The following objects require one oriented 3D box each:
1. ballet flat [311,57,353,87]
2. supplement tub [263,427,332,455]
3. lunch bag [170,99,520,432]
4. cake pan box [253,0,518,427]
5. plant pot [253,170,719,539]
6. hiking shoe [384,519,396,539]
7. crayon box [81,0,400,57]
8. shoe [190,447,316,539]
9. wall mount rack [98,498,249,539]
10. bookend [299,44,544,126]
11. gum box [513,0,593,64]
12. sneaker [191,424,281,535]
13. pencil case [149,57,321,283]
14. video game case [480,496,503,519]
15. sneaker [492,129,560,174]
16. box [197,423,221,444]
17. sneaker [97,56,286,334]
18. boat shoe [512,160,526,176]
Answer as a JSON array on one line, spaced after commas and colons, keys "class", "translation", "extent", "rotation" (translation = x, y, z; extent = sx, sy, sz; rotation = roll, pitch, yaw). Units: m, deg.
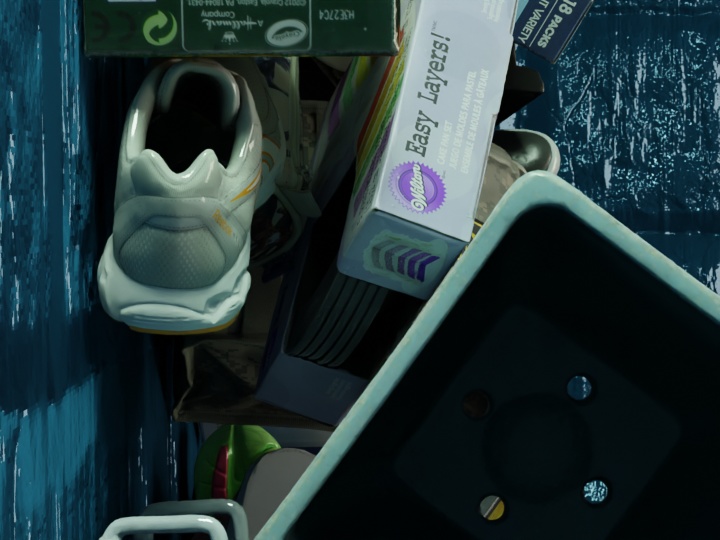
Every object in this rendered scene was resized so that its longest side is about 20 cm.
[{"class": "ballet flat", "translation": [-0.038, -0.168, 1.106], "extent": [0.068, 0.200, 0.067], "rotation": [-43, -176, 31]}, {"class": "supplement tub", "translation": [-0.025, 0.204, 1.445], "extent": [0.145, 0.145, 0.200], "rotation": [79, 10, -86]}, {"class": "lunch bag", "translation": [0.000, 0.000, 1.097], "extent": [0.118, 0.200, 0.164], "rotation": [108, -15, -60]}, {"class": "cake pan box", "translation": [0.014, -0.046, 0.945], "extent": [0.184, 0.052, 0.200], "rotation": [121, -15, -56]}, {"class": "plant pot", "translation": [0.087, 0.089, 0.861], "extent": [0.196, 0.196, 0.200], "rotation": [-54, -178, 2]}, {"class": "hiking shoe", "translation": [0.001, 0.218, 0.944], "extent": [0.074, 0.087, 0.200], "rotation": [-2, 86, -63]}, {"class": "crayon box", "translation": [-0.046, -0.129, 0.871], "extent": [0.200, 0.127, 0.051], "rotation": [-85, 175, -76]}, {"class": "shoe", "translation": [-0.067, 0.191, 1.006], "extent": [0.091, 0.071, 0.200], "rotation": [-52, -163, 54]}, {"class": "wall mount rack", "translation": [-0.072, 0.188, 0.848], "extent": [0.200, 0.074, 0.174], "rotation": [77, 8, -86]}, {"class": "bookend", "translation": [0.000, -0.198, 1.220], "extent": [0.092, 0.198, 0.200], "rotation": [149, -58, -68]}, {"class": "gum box", "translation": [0.016, -0.197, 1.050], "extent": [0.045, 0.200, 0.170], "rotation": [-60, -163, 22]}, {"class": "sneaker", "translation": [-0.064, 0.181, 1.190], "extent": [0.084, 0.077, 0.200], "rotation": [-100, -167, -76]}, {"class": "pencil case", "translation": [-0.062, -0.090, 0.997], "extent": [0.078, 0.089, 0.200], "rotation": [79, 9, -50]}, {"class": "video game case", "translation": [0.028, 0.223, 1.118], "extent": [0.181, 0.025, 0.200], "rotation": [-46, 154, -44]}, {"class": "sneaker", "translation": [0.021, -0.061, 1.225], "extent": [0.099, 0.200, 0.071], "rotation": [63, 17, -63]}, {"class": "box", "translation": [-0.086, -0.007, 1.251], "extent": [0.144, 0.036, 0.200], "rotation": [88, 0, -58]}, {"class": "sneaker", "translation": [-0.066, -0.063, 0.849], "extent": [0.200, 0.076, 0.092], "rotation": [-91, -171, -53]}, {"class": "boat shoe", "translation": [0.028, 0.008, 1.192], "extent": [0.063, 0.200, 0.073], "rotation": [49, -10, 52]}]
